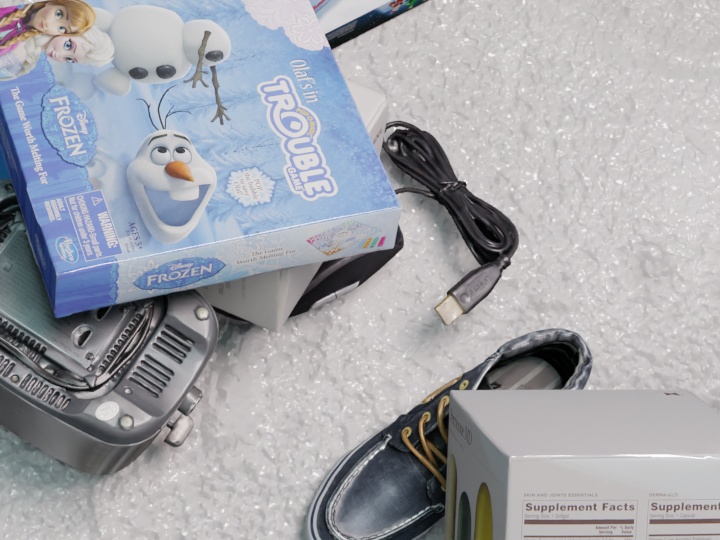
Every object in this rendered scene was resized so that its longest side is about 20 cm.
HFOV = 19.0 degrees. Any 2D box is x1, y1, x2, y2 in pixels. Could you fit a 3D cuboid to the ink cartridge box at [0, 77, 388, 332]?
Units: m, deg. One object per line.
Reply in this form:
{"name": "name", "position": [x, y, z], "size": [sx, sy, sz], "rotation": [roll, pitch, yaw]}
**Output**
{"name": "ink cartridge box", "position": [-0.103, -0.070, 1.302], "size": [0.200, 0.084, 0.146], "rotation": [24, 54, 11]}

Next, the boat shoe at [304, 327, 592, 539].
{"name": "boat shoe", "position": [0.051, 0.102, 1.294], "size": [0.200, 0.091, 0.071], "rotation": [-37, 80, -20]}

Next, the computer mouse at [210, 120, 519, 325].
{"name": "computer mouse", "position": [0.000, 0.000, 1.340], "size": [0.200, 0.046, 0.140], "rotation": [-33, 62, -27]}

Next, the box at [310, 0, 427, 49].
{"name": "box", "position": [-0.012, -0.229, 1.434], "size": [0.200, 0.038, 0.137], "rotation": [-28, 77, -19]}

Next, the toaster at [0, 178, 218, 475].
{"name": "toaster", "position": [-0.182, 0.035, 1.256], "size": [0.200, 0.129, 0.114], "rotation": [32, 67, 2]}

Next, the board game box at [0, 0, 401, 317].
{"name": "board game box", "position": [-0.103, -0.081, 1.228], "size": [0.199, 0.043, 0.200], "rotation": [-12, 55, -18]}

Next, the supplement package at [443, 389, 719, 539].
{"name": "supplement package", "position": [0.132, 0.180, 1.206], "size": [0.150, 0.152, 0.201], "rotation": [1, 100, -10]}
